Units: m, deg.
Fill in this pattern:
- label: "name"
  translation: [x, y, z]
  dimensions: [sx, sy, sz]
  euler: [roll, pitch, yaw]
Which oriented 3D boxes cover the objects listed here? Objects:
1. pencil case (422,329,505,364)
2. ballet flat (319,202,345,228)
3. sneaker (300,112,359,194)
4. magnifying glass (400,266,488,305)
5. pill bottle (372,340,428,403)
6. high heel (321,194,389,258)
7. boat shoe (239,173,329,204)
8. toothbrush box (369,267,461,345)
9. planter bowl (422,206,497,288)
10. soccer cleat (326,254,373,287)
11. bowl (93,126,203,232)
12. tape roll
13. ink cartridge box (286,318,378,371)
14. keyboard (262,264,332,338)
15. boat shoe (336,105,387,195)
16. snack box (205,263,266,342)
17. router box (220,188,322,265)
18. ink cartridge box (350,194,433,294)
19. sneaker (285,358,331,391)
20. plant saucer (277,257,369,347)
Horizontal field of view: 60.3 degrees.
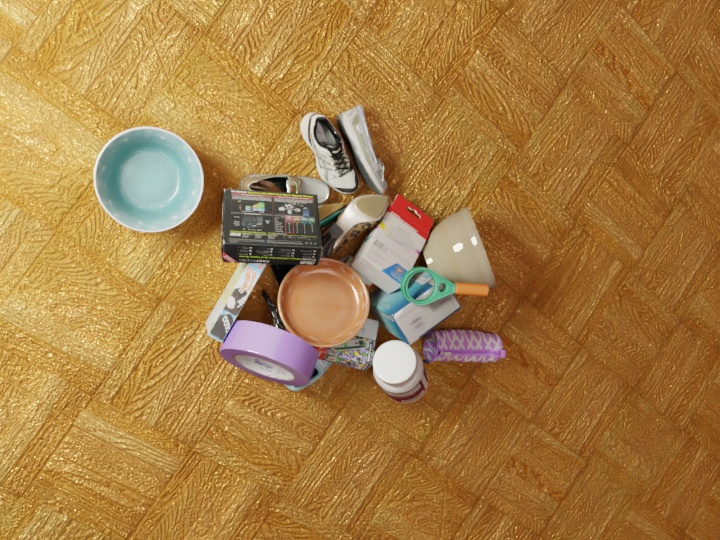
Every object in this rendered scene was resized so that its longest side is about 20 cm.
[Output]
- label: "pencil case"
  translation: [0.253, 0.189, 1.539]
  dimensions: [0.200, 0.085, 0.084]
  euler: [1, 97, -21]
- label: "ballet flat"
  translation: [-0.123, -0.102, 1.370]
  dimensions: [0.200, 0.069, 0.063]
  euler: [-39, 88, -12]
- label: "sneaker"
  translation: [-0.063, -0.250, 1.353]
  dimensions: [0.076, 0.088, 0.200]
  euler: [-38, 111, -12]
- label: "magnifying glass"
  translation: [0.179, 0.036, 1.308]
  dimensions: [0.200, 0.022, 0.080]
  euler: [4, 97, -21]
- label: "pill bottle"
  translation: [0.091, 0.232, 1.418]
  dimensions: [0.114, 0.200, 0.114]
  euler: [-4, 67, 10]
- label: "high heel"
  translation: [-0.025, -0.100, 1.400]
  dimensions: [0.200, 0.143, 0.071]
  euler: [-36, 86, -32]
- label: "boat shoe"
  translation: [-0.158, -0.171, 1.342]
  dimensions: [0.200, 0.068, 0.075]
  euler: [-1, 99, -19]
- label: "toothbrush box"
  translation: [0.111, 0.074, 1.408]
  dimensions: [0.146, 0.200, 0.085]
  euler: [-35, 108, -12]
- label: "planter bowl"
  translation: [0.221, -0.031, 1.448]
  dimensions: [0.135, 0.200, 0.200]
  euler: [-21, 107, 10]
- label: "soccer cleat"
  translation: [0.000, 0.000, 1.429]
  dimensions: [0.200, 0.069, 0.078]
  euler: [-8, 99, -15]
- label: "bowl"
  translation: [-0.418, -0.180, 1.229]
  dimensions: [0.200, 0.105, 0.201]
  euler: [-3, 100, -20]
- label: "tape roll"
  translation: [-0.193, 0.178, 1.313]
  dimensions: [0.200, 0.200, 0.066]
  euler: [29, 64, -21]
- label: "ink cartridge box"
  translation: [-0.066, 0.146, 1.392]
  dimensions: [0.200, 0.050, 0.109]
  euler: [15, 60, -9]
- label: "keyboard"
  translation: [-0.152, 0.066, 1.365]
  dimensions: [0.127, 0.021, 0.200]
  euler: [-21, 76, -18]
- label: "boat shoe"
  translation: [0.016, -0.266, 1.386]
  dimensions: [0.065, 0.074, 0.202]
  euler: [-29, 100, -8]
- label: "snack box"
  translation: [-0.263, 0.045, 1.315]
  dimensions: [0.037, 0.116, 0.200]
  euler: [30, 89, -18]
- label: "router box"
  translation: [-0.182, -0.088, 1.264]
  dimensions: [0.200, 0.150, 0.062]
  euler: [3, 142, -13]
- label: "ink cartridge box"
  translation: [0.075, -0.062, 1.410]
  dimensions: [0.116, 0.067, 0.200]
  euler: [36, 59, -12]
- label: "sneaker"
  translation: [-0.089, 0.207, 1.422]
  dimensions: [0.200, 0.082, 0.074]
  euler: [-45, 111, -8]
- label: "plant saucer"
  translation: [-0.081, 0.071, 1.348]
  dimensions: [0.200, 0.037, 0.201]
  euler: [4, 71, -11]
